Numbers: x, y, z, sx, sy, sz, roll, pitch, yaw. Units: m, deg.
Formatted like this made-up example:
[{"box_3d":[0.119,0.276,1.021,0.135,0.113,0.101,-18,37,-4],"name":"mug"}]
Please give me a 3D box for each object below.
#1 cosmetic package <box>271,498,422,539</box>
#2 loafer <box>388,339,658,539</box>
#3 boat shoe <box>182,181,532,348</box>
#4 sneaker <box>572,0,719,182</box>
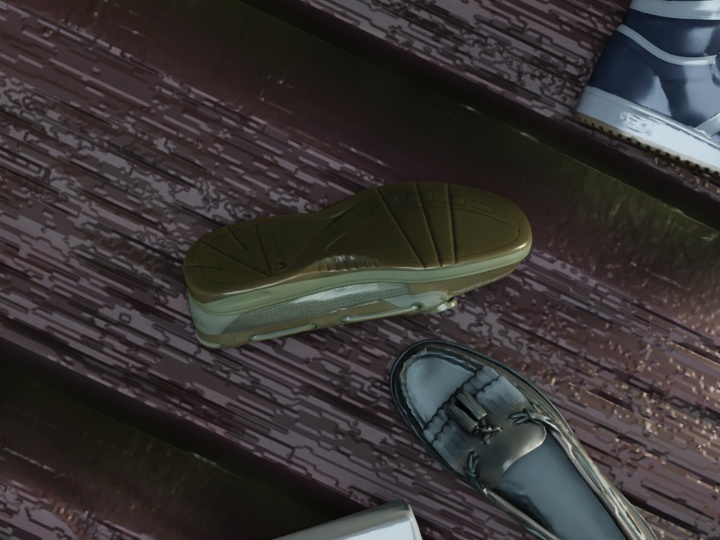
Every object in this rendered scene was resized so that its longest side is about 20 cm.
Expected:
[{"box_3d":[-0.054,0.197,1.377,0.198,0.113,0.082,-16,91,0],"name":"cosmetic package"},{"box_3d":[0.100,0.114,1.405,0.200,0.063,0.072,43,89,-2],"name":"loafer"},{"box_3d":[0.000,0.002,1.406,0.199,0.063,0.073,-12,46,-6],"name":"boat shoe"},{"box_3d":[0.232,-0.100,1.405,0.199,0.070,0.109,21,92,1],"name":"sneaker"}]
